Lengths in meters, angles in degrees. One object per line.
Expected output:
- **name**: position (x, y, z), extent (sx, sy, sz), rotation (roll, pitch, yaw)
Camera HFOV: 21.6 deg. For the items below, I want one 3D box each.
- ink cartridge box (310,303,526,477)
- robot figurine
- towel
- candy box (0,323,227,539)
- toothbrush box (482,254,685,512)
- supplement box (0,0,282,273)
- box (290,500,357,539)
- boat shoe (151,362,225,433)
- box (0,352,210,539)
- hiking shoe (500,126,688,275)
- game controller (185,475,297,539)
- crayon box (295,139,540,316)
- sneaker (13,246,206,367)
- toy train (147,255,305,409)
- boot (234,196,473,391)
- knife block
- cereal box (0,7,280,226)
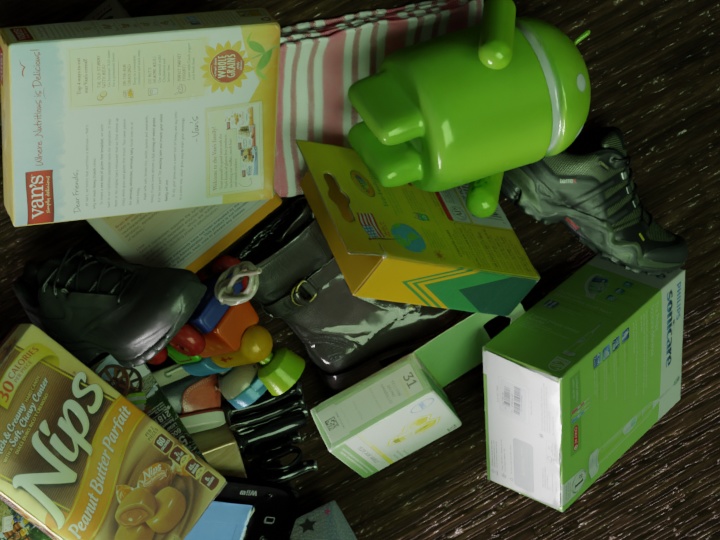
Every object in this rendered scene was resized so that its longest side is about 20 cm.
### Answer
- **ink cartridge box**: position (0.065, 0.102, 1.627), extent (0.200, 0.048, 0.146), rotation (-29, 160, 3)
- **robot figurine**: position (0.092, -0.132, 1.478), extent (0.200, 0.116, 0.176), rotation (-18, 134, -19)
- **towel**: position (0.011, -0.138, 1.522), extent (0.200, 0.030, 0.147), rotation (-13, 124, -17)
- **candy box**: position (-0.216, 0.146, 1.442), extent (0.200, 0.055, 0.116), rotation (41, 73, -18)
- **toothbrush box**: position (0.199, 0.092, 1.657), extent (0.200, 0.086, 0.146), rotation (-35, 134, -38)
- **supplement box**: position (-0.170, -0.092, 1.441), extent (0.126, 0.074, 0.200), rotation (-38, 127, 2)
- **box**: position (-0.078, 0.317, 1.689), extent (0.200, 0.115, 0.132), rotation (-27, 143, -8)
- **boat shoe**: position (-0.211, 0.114, 1.557), extent (0.200, 0.071, 0.063), rotation (-10, 80, -16)
- **box**: position (-0.231, 0.165, 1.487), extent (0.200, 0.038, 0.137), rotation (-36, 103, -19)
- **hiking shoe**: position (0.213, -0.068, 1.616), extent (0.200, 0.076, 0.101), rotation (26, 102, -23)
- **game controller**: position (-0.150, 0.215, 1.576), extent (0.200, 0.042, 0.104), rotation (10, 114, -29)
- **crayon box**: position (0.035, -0.034, 1.513), extent (0.200, 0.127, 0.051), rotation (9, 132, -38)
- **sneaker**: position (-0.199, 0.023, 1.440), extent (0.091, 0.200, 0.076), rotation (51, 51, -24)
- **toy train**: position (-0.088, 0.053, 1.480), extent (0.116, 0.200, 0.085), rotation (43, 64, -19)
- **boot**: position (0.000, 0.000, 1.577), extent (0.200, 0.069, 0.174), rotation (-36, 126, 0)
- **knife block**: position (-0.139, 0.155, 1.611), extent (0.200, 0.064, 0.176), rotation (24, 107, -33)
- **cereal box**: position (-0.159, -0.112, 1.363), extent (0.200, 0.040, 0.144), rotation (-6, 120, -20)
